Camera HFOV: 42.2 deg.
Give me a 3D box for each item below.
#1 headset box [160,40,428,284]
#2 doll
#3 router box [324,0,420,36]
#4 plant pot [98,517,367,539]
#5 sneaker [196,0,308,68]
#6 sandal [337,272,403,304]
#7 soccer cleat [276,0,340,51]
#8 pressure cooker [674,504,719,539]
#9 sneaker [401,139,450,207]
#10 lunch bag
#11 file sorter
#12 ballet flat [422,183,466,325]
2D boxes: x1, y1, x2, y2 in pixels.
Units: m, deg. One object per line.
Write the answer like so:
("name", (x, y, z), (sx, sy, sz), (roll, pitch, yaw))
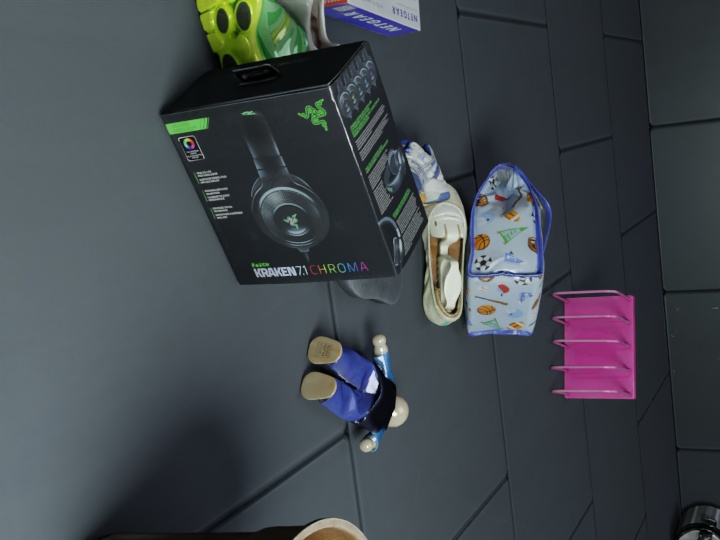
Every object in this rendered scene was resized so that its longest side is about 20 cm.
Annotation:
("headset box", (-0.056, -0.096, 0.835), (0.093, 0.174, 0.201), (-59, 138, -47))
("doll", (0.006, 0.136, 1.063), (0.200, 0.048, 0.137), (41, 53, -53))
("router box", (0.005, -0.386, 1.112), (0.200, 0.049, 0.180), (-10, 96, -62))
("plant pot", (-0.111, 0.272, 0.671), (0.200, 0.198, 0.201), (8, 81, -61))
("sneaker", (-0.098, -0.226, 0.884), (0.084, 0.074, 0.201), (-52, 141, -48))
("sandal", (0.000, 0.001, 1.084), (0.200, 0.043, 0.076), (42, 58, -65))
("soccer cleat", (-0.076, -0.298, 0.922), (0.069, 0.077, 0.201), (-55, 134, -49))
("pressure cooker", (1.029, 0.820, 2.794), (0.176, 0.178, 0.200), (56, 30, 4))
("sneaker", (0.047, -0.117, 1.159), (0.200, 0.075, 0.088), (-18, 92, -68))
("lunch bag", (0.209, -0.030, 1.351), (0.170, 0.123, 0.201), (85, 7, -55))
("file sorter", (0.442, 0.142, 1.793), (0.125, 0.139, 0.201), (18, 71, -57))
("ballet flat", (0.120, -0.026, 1.261), (0.062, 0.067, 0.201), (171, -82, -74))
